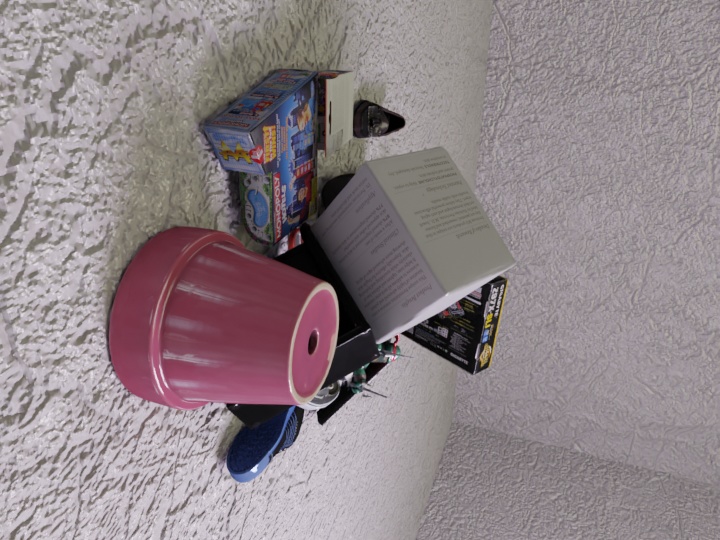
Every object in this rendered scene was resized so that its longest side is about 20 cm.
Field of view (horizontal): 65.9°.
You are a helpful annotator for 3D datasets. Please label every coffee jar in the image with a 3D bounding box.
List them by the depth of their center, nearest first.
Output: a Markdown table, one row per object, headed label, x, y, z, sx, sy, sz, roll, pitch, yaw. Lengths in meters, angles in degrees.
| label | x | y | z | sx | sy | sz | roll | pitch | yaw |
| --- | --- | --- | --- | --- | --- | --- | --- | --- | --- |
| coffee jar | 0.002 | -0.132 | 1.034 | 0.200 | 0.085 | 0.105 | -34 | 113 | -66 |

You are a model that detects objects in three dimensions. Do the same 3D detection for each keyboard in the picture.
| label | x | y | z | sx | sy | sz | roll | pitch | yaw |
| --- | --- | --- | --- | --- | --- | --- | --- | --- | --- |
| keyboard | -0.010 | 0.226 | 1.110 | 0.200 | 0.021 | 0.127 | -42 | -171 | -1 |

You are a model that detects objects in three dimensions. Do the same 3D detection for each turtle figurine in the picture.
| label | x | y | z | sx | sy | sz | roll | pitch | yaw |
| --- | --- | --- | --- | --- | --- | --- | --- | --- | --- |
| turtle figurine | -0.005 | 0.144 | 0.961 | 0.101 | 0.199 | 0.150 | -72 | 168 | -49 |

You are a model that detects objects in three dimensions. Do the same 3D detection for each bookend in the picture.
| label | x | y | z | sx | sy | sz | roll | pitch | yaw |
| --- | --- | --- | --- | --- | --- | --- | --- | --- | --- |
| bookend | -0.109 | 0.070 | 0.759 | 0.200 | 0.198 | 0.092 | 58 | -8 | 33 |

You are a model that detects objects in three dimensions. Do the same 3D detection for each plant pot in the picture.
| label | x | y | z | sx | sy | sz | roll | pitch | yaw |
| --- | --- | --- | --- | --- | --- | --- | --- | --- | --- |
| plant pot | -0.128 | 0.060 | 0.596 | 0.200 | 0.178 | 0.201 | 9 | 90 | -72 |

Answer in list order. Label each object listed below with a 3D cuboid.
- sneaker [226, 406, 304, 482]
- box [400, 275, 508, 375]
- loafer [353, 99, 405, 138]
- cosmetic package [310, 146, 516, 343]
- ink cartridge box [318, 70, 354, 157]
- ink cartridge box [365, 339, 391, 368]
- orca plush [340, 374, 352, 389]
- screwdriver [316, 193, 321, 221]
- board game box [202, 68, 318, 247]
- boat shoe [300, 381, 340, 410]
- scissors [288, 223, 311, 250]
| label | x | y | z | sx | sy | sz | roll | pitch | yaw |
| --- | --- | --- | --- | --- | --- | --- | --- | --- | --- |
| sneaker | -0.134 | 0.256 | 0.851 | 0.200 | 0.070 | 0.078 | -55 | 142 | -55 |
| box | 0.133 | 0.055 | 0.913 | 0.049 | 0.200 | 0.160 | -14 | 119 | -42 |
| loafer | 0.037 | -0.300 | 1.105 | 0.200 | 0.063 | 0.072 | -38 | 134 | -65 |
| cosmetic package | 0.069 | -0.037 | 0.784 | 0.166 | 0.200 | 0.167 | -20 | 166 | -41 |
| ink cartridge box | -0.050 | -0.241 | 0.837 | 0.200 | 0.050 | 0.109 | -65 | 158 | -66 |
| ink cartridge box | 0.025 | 0.116 | 1.103 | 0.050 | 0.200 | 0.163 | 28 | 66 | -29 |
| orca plush | -0.053 | 0.141 | 1.043 | 0.071 | 0.105 | 0.201 | -13 | 129 | -34 |
| screwdriver | -0.066 | -0.061 | 0.860 | 0.200 | 0.028 | 0.029 | 99 | -10 | -56 |
| board game box | -0.118 | -0.143 | 0.704 | 0.200 | 0.061 | 0.201 | -49 | 146 | -61 |
| boat shoe | -0.074 | 0.172 | 0.860 | 0.200 | 0.071 | 0.072 | 27 | 45 | -60 |
| scissors | -0.097 | 0.014 | 0.939 | 0.073 | 0.014 | 0.201 | -57 | 152 | -56 |
